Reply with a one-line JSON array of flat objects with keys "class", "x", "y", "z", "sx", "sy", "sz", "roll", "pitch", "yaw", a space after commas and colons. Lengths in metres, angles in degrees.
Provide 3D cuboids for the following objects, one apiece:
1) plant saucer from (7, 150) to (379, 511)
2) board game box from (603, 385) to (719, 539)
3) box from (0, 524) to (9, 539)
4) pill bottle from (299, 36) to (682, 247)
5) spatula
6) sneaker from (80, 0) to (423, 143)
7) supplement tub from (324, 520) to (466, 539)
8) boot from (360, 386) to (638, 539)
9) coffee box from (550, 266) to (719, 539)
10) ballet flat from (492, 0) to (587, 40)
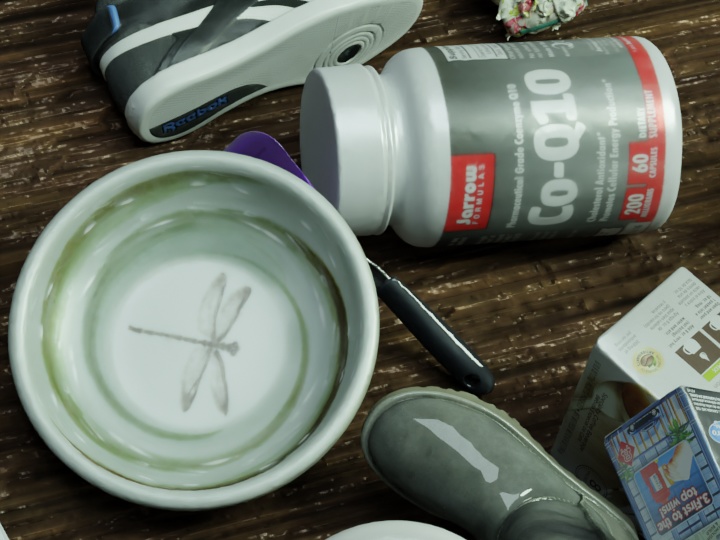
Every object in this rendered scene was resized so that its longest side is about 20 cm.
[{"class": "plant saucer", "x": -0.088, "y": 0.036, "z": 1.531, "sx": 0.199, "sy": 0.050, "sz": 0.201, "roll": -1, "pitch": 70, "yaw": 3}, {"class": "board game box", "x": 0.227, "y": 0.167, "z": 1.351, "sx": 0.199, "sy": 0.062, "sz": 0.201, "roll": 11, "pitch": 55, "yaw": -36}, {"class": "box", "x": -0.215, "y": 0.214, "z": 1.386, "sx": 0.155, "sy": 0.041, "sz": 0.201, "roll": -24, "pitch": 75, "yaw": -25}, {"class": "pill bottle", "x": 0.072, "y": -0.072, "z": 1.618, "sx": 0.199, "sy": 0.114, "sz": 0.114, "roll": -4, "pitch": 56, "yaw": -14}, {"class": "spatula", "x": 0.000, "y": 0.000, "z": 1.570, "sx": 0.200, "sy": 0.056, "sz": 0.021, "roll": 40, "pitch": 41, "yaw": -9}, {"class": "sneaker", "x": -0.070, "y": -0.161, "z": 1.678, "sx": 0.199, "sy": 0.073, "sz": 0.112, "roll": -23, "pitch": 64, "yaw": -23}, {"class": "supplement tub", "x": 0.027, "y": 0.206, "z": 1.341, "sx": 0.131, "sy": 0.200, "sz": 0.133, "roll": -4, "pitch": 68, "yaw": 10}, {"class": "boot", "x": 0.081, "y": 0.135, "z": 1.421, "sx": 0.181, "sy": 0.073, "sz": 0.200, "roll": 27, "pitch": 13, "yaw": -3}, {"class": "coffee box", "x": 0.209, "y": 0.112, "z": 1.515, "sx": 0.200, "sy": 0.115, "sz": 0.080, "roll": 41, "pitch": 57, "yaw": 18}, {"class": "ballet flat", "x": 0.073, "y": -0.223, "z": 1.758, "sx": 0.064, "sy": 0.076, "sz": 0.201, "roll": -33, "pitch": 56, "yaw": 8}]
